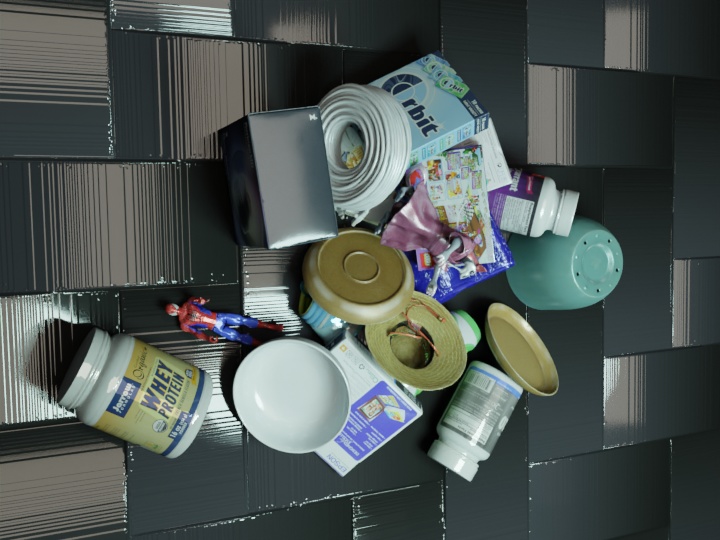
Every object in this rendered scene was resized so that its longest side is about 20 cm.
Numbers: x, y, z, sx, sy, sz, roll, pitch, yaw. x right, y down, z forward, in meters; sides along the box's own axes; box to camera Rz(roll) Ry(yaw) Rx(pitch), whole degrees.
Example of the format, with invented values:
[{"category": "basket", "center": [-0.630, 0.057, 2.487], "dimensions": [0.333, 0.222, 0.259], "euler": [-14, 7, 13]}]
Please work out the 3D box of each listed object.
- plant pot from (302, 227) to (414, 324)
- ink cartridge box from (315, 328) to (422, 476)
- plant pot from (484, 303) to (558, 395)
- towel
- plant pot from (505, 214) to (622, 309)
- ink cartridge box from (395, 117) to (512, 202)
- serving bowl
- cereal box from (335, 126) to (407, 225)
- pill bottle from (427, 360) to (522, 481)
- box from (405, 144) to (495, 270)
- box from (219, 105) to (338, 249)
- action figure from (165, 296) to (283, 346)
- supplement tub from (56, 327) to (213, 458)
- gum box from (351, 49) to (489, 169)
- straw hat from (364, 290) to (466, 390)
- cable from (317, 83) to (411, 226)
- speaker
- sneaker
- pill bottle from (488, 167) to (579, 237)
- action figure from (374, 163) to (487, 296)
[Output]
[{"category": "plant pot", "center": [0.000, 0.000, 1.291], "dimensions": [0.197, 0.028, 0.202], "euler": [7, 54, -10]}, {"category": "ink cartridge box", "center": [-0.028, 0.235, 1.320], "dimensions": [0.200, 0.043, 0.198], "euler": [-41, 104, 16]}, {"category": "plant pot", "center": [0.300, 0.153, 1.430], "dimensions": [0.199, 0.201, 0.027], "euler": [38, 121, -22]}, {"category": "towel", "center": [0.165, -0.024, 1.365], "dimensions": [0.198, 0.050, 0.149], "euler": [-28, 107, 14]}, {"category": "plant pot", "center": [0.408, -0.017, 1.466], "dimensions": [0.198, 0.161, 0.204], "euler": [-1, 93, -23]}, {"category": "ink cartridge box", "center": [0.155, -0.178, 1.331], "dimensions": [0.198, 0.042, 0.121], "euler": [-20, 98, 10]}, {"category": "serving bowl", "center": [-0.109, 0.198, 1.255], "dimensions": [0.197, 0.066, 0.203], "euler": [2, 107, 7]}, {"category": "cereal box", "center": [0.003, -0.167, 1.341], "dimensions": [0.198, 0.039, 0.146], "euler": [17, 85, -24]}, {"category": "pill bottle", "center": [0.213, 0.284, 1.422], "dimensions": [0.113, 0.114, 0.201], "euler": [34, 80, -22]}, {"category": "box", "center": [0.155, -0.107, 1.305], "dimensions": [0.135, 0.039, 0.203], "euler": [-6, 101, 11]}, {"category": "box", "center": [-0.135, -0.143, 1.194], "dimensions": [0.122, 0.198, 0.203], "euler": [-11, 97, -23]}, {"category": "action figure", "center": [-0.218, 0.089, 1.229], "dimensions": [0.198, 0.099, 0.066], "euler": [18, 85, -21]}, {"category": "supplement tub", "center": [-0.342, 0.185, 1.150], "dimensions": [0.199, 0.144, 0.146], "euler": [29, 81, -23]}, {"category": "gum box", "center": [0.091, -0.269, 1.288], "dimensions": [0.198, 0.045, 0.171], "euler": [-28, 61, -8]}, {"category": "straw hat", "center": [0.083, 0.138, 1.298], "dimensions": [0.199, 0.085, 0.203], "euler": [13, 48, -15]}, {"category": "cable", "center": [-0.011, -0.198, 1.212], "dimensions": [0.069, 0.199, 0.202], "euler": [-3, 62, -51]}, {"category": "speaker", "center": [0.127, 0.158, 1.391], "dimensions": [0.199, 0.088, 0.089], "euler": [-37, 107, -18]}, {"category": "sneaker", "center": [-0.028, 0.027, 1.318], "dimensions": [0.130, 0.079, 0.201], "euler": [41, 76, -22]}, {"category": "pill bottle", "center": [0.293, -0.126, 1.386], "dimensions": [0.198, 0.111, 0.113], "euler": [15, 86, 12]}, {"category": "action figure", "center": [0.129, -0.055, 1.269], "dimensions": [0.198, 0.134, 0.150], "euler": [28, 64, -8]}]
